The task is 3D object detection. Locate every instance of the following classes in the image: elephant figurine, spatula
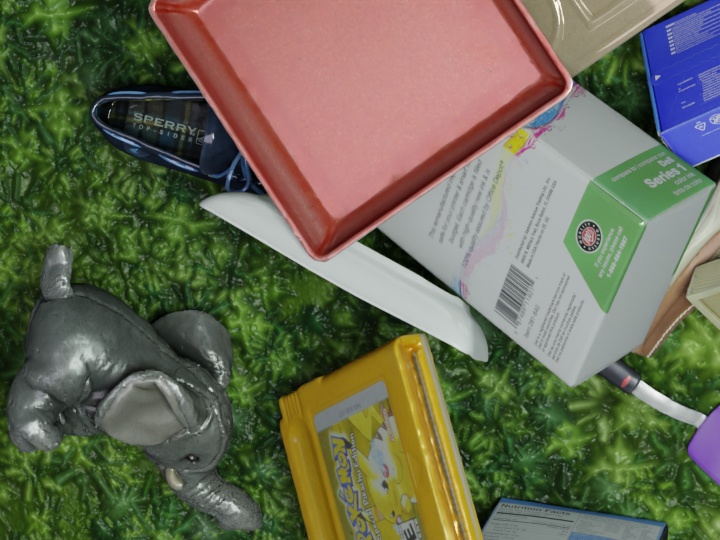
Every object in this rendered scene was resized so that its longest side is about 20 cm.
[{"bbox_3d":[-0.152,0.093,1.381,0.200,0.155,0.142,15,69,2],"label":"elephant figurine"},{"bbox_3d":[0.208,0.088,1.303,0.200,0.021,0.057,35,116,5],"label":"spatula"}]

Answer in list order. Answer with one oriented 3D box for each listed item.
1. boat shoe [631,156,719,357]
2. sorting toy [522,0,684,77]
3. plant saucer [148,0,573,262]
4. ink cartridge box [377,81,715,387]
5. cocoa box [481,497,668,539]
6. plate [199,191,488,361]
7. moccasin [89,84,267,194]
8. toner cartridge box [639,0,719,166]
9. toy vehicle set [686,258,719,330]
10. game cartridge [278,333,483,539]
[{"bbox_3d":[0.242,-0.014,1.230,0.072,0.076,0.200,28,122,-4],"label":"boat shoe"},{"bbox_3d":[0.110,-0.219,1.229,0.200,0.036,0.185,-33,95,30],"label":"sorting toy"},{"bbox_3d":[0.001,-0.140,1.145,0.200,0.037,0.200,-34,88,18],"label":"plant saucer"},{"bbox_3d":[0.109,-0.047,1.205,0.200,0.084,0.145,40,134,25],"label":"ink cartridge box"},{"bbox_3d":[0.142,0.284,1.329,0.133,0.131,0.200,6,110,17],"label":"cocoa box"},{"bbox_3d":[0.000,0.000,1.256,0.200,0.200,0.032,29,91,9],"label":"plate"},{"bbox_3d":[-0.099,-0.088,1.312,0.200,0.068,0.081,6,93,15],"label":"moccasin"},{"bbox_3d":[0.278,-0.146,1.159,0.200,0.095,0.043,-23,135,24],"label":"toner cartridge box"},{"bbox_3d":[0.319,0.051,1.183,0.200,0.027,0.124,40,145,-22],"label":"toy vehicle set"},{"bbox_3d":[0.010,0.153,1.304,0.200,0.032,0.177,-31,71,56],"label":"game cartridge"}]
